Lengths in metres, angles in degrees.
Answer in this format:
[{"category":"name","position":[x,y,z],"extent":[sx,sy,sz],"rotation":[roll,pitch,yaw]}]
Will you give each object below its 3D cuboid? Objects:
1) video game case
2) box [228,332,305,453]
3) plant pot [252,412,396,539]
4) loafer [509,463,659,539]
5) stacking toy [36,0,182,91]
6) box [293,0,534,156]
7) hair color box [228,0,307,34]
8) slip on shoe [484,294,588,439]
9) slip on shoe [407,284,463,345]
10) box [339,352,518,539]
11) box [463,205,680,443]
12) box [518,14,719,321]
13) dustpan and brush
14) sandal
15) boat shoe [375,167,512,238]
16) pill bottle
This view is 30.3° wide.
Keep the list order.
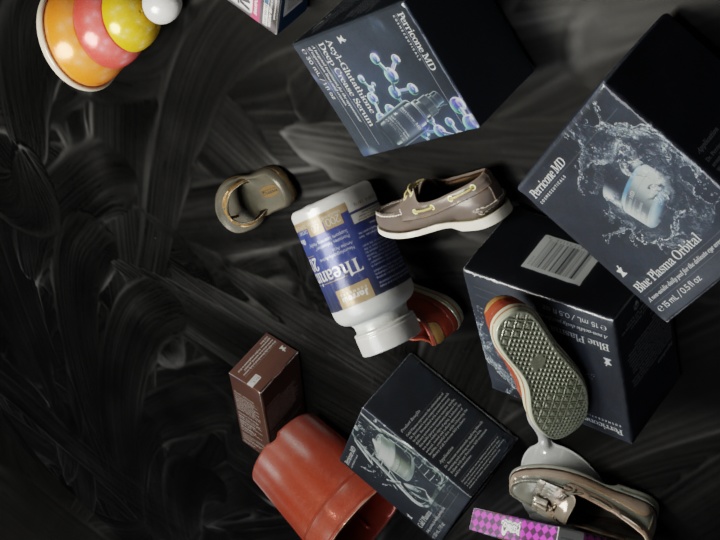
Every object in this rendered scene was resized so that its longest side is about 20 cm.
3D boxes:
[{"category":"video game case","position":[0.272,0.361,1.769],"extent":[0.179,0.036,0.199],"rotation":[18,170,-26]},{"category":"box","position":[-0.149,0.208,2.162],"extent":[0.074,0.100,0.201],"rotation":[30,147,23]},{"category":"plant pot","position":[-0.059,0.349,2.157],"extent":[0.195,0.200,0.202],"rotation":[41,151,22]},{"category":"loafer","position":[0.286,0.304,1.719],"extent":[0.197,0.063,0.073],"rotation":[12,130,9]},{"category":"stacking toy","position":[-0.302,-0.322,1.703],"extent":[0.198,0.147,0.147],"rotation":[-12,122,33]},{"category":"box","position":[0.052,-0.220,1.372],"extent":[0.199,0.107,0.149],"rotation":[-8,121,54]},{"category":"hair color box","position":[-0.148,-0.364,1.486],"extent":[0.199,0.061,0.100],"rotation":[37,149,14]},{"category":"slip on shoe","position":[0.189,0.103,1.426],"extent":[0.201,0.074,0.061],"rotation":[56,-178,-32]},{"category":"slip on shoe","position":[0.044,0.052,1.754],"extent":[0.199,0.061,0.075],"rotation":[16,142,42]},{"category":"box","position":[0.093,0.257,1.906],"extent":[0.196,0.124,0.201],"rotation":[39,150,12]},{"category":"box","position":[0.238,0.060,1.484],"extent":[0.195,0.118,0.201],"rotation":[20,143,36]},{"category":"box","position":[0.283,-0.089,1.229],"extent":[0.200,0.117,0.197],"rotation":[42,150,5]},{"category":"dustpan and brush","position":[0.257,0.259,1.785],"extent":[0.138,0.058,0.201],"rotation":[-3,133,38]},{"category":"sandal","position":[-0.155,-0.090,1.842],"extent":[0.082,0.055,0.199],"rotation":[53,149,-15]},{"category":"boat shoe","position":[0.087,-0.080,1.544],"extent":[0.199,0.072,0.060],"rotation":[-4,120,48]},{"category":"pill bottle","position":[0.000,0.000,1.656],"extent":[0.111,0.110,0.202],"rotation":[-19,95,58]}]
